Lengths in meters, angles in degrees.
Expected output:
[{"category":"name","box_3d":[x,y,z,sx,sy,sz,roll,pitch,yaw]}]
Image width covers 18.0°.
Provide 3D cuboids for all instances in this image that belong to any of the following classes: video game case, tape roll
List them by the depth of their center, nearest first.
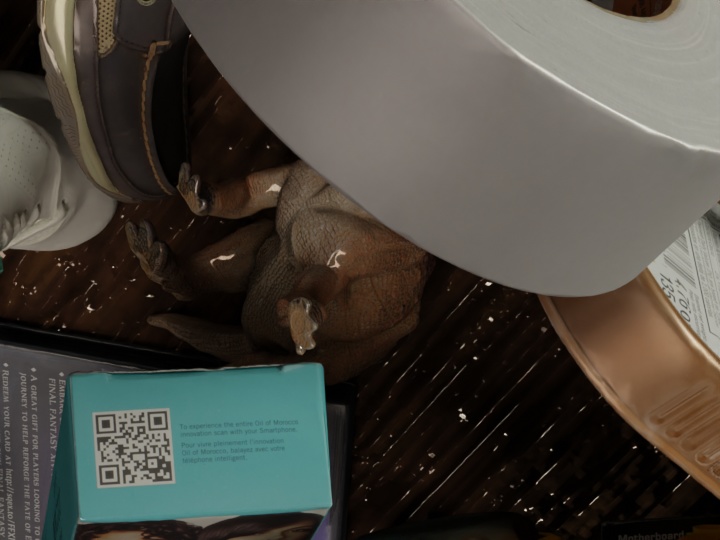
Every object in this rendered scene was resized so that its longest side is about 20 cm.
[{"category":"tape roll","box_3d":[0.033,-0.091,0.655,0.200,0.200,0.066,38,122,-11]},{"category":"video game case","box_3d":[-0.104,0.090,0.912,0.199,0.019,0.143,9,123,7]}]

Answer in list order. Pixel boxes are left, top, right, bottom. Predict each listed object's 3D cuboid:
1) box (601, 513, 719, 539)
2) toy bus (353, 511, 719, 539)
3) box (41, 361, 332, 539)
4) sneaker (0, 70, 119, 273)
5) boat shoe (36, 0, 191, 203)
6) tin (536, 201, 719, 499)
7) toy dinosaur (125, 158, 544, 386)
[{"category":"box","box_3d":[0.186,0.180,0.804,0.199,0.194,0.048,-7,157,19]},{"category":"toy bus","box_3d":[0.072,0.146,0.716,0.191,0.200,0.136,-10,88,27]},{"category":"box","box_3d":[-0.065,0.088,0.789,0.082,0.049,0.200,-2,159,-11]},{"category":"sneaker","box_3d":[-0.133,-0.024,0.748,0.075,0.200,0.089,-32,67,13]},{"category":"boat shoe","box_3d":[-0.066,-0.107,0.745,0.073,0.075,0.201,1,127,7]},{"category":"tin","box_3d":[0.128,0.032,0.748,0.042,0.112,0.200,-33,125,29]},{"category":"toy dinosaur","box_3d":[0.000,0.000,0.799,0.200,0.135,0.086,-44,62,52]}]
